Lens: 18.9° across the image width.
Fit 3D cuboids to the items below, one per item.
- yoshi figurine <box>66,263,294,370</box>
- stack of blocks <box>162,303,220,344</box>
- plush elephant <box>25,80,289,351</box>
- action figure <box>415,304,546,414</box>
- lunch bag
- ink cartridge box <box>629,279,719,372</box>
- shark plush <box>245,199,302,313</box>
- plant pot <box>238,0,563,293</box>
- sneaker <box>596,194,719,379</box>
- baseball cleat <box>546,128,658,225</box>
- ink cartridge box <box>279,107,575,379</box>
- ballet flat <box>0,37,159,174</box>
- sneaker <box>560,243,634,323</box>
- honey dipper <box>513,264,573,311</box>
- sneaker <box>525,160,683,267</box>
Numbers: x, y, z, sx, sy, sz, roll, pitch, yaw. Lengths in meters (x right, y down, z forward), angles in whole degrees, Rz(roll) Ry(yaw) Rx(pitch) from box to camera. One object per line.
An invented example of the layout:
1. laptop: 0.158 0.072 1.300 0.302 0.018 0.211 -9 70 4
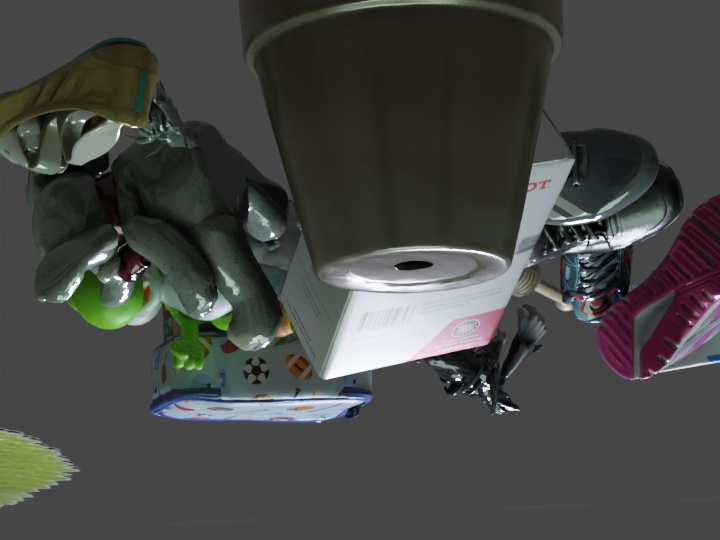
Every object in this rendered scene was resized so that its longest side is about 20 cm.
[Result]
1. yoshi figurine: -0.158 0.018 1.828 0.198 0.113 0.112 -2 150 8
2. stack of blocks: -0.070 0.036 1.984 0.198 0.059 0.115 4 164 -24
3. plush elephant: -0.157 -0.030 1.513 0.154 0.165 0.200 -22 131 18
4. action figure: 0.096 0.056 1.938 0.118 0.102 0.200 30 -173 -21
5. lunch bag: -0.088 0.099 1.962 0.198 0.076 0.160 3 167 -19
6. ink cartridge box: 0.356 0.031 1.910 0.145 0.085 0.199 -14 175 42
7. shark plush: -0.061 0.008 1.671 0.090 0.084 0.200 2 -152 -48
8. plant pot: 0.028 -0.083 1.295 0.198 0.175 0.200 -2 167 -1
9. sneaker: 0.280 0.007 1.789 0.200 0.082 0.088 -42 167 10
10. baseball cleat: 0.113 -0.069 1.578 0.198 0.070 0.106 -10 165 23
11. ink cartridge box: 0.043 -0.029 1.491 0.145 0.083 0.201 -10 143 -27
12. ballet flat: -0.200 -0.096 1.423 0.068 0.064 0.199 8 163 -34
13. sneaker: 0.200 -0.007 1.786 0.079 0.096 0.200 -4 166 7
14. honey dipper: 0.167 0.013 1.997 0.038 0.038 0.200 -8 168 22
15. sneaker: 0.148 -0.030 1.654 0.199 0.076 0.088 -10 -160 26
